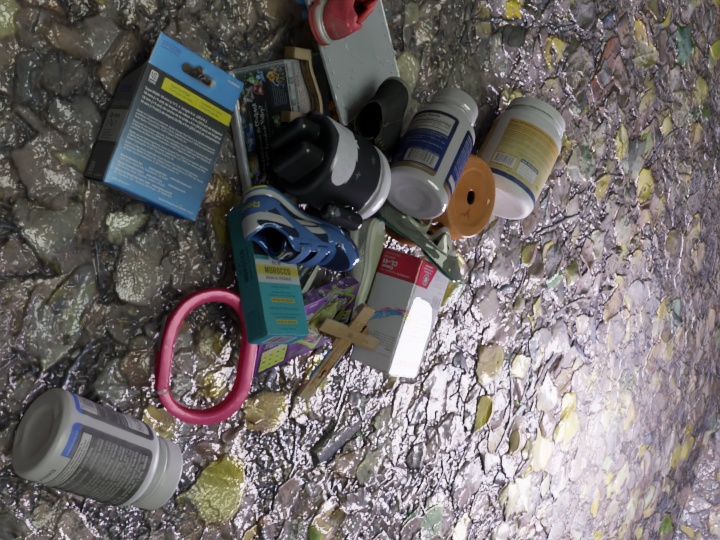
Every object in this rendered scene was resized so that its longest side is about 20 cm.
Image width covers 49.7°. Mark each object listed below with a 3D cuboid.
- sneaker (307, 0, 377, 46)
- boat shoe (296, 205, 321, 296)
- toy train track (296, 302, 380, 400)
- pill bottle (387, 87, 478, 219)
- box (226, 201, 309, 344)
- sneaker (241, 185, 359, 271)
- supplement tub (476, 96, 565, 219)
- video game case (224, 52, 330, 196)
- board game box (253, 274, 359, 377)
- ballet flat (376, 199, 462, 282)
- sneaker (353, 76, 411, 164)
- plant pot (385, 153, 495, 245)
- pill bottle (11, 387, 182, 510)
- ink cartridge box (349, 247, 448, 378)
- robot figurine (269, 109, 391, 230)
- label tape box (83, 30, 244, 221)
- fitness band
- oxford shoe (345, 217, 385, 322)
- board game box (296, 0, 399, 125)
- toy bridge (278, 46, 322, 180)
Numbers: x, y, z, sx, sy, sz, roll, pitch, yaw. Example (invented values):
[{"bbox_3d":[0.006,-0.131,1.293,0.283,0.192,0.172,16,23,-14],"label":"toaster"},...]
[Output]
[{"bbox_3d":[-0.001,-0.404,1.129,0.074,0.086,0.202,53,49,-45],"label":"sneaker"},{"bbox_3d":[-0.086,-0.050,1.216,0.067,0.071,0.203,35,77,-46],"label":"boat shoe"},{"bbox_3d":[-0.045,0.130,1.282,0.114,0.033,0.201,24,111,-33],"label":"toy train track"},{"bbox_3d":[0.118,-0.192,1.243,0.111,0.110,0.202,50,54,-38],"label":"pill bottle"},{"bbox_3d":[-0.135,0.004,1.131,0.081,0.049,0.204,5,66,-46],"label":"box"},{"bbox_3d":[-0.089,-0.039,1.110,0.198,0.074,0.083,28,45,-26],"label":"sneaker"},{"bbox_3d":[0.302,-0.218,1.503,0.144,0.143,0.202,41,71,-41],"label":"supplement tub"},{"bbox_3d":[-0.116,-0.216,1.184,0.180,0.023,0.204,-24,116,-39],"label":"video game case"},{"bbox_3d":[-0.092,0.087,1.237,0.198,0.032,0.121,-22,146,-40],"label":"board game box"},{"bbox_3d":[0.113,-0.060,1.294,0.199,0.068,0.064,40,110,-15],"label":"ballet flat"},{"bbox_3d":[0.018,-0.200,1.239,0.106,0.074,0.203,-47,154,-49],"label":"sneaker"},{"bbox_3d":[0.146,-0.136,1.374,0.198,0.139,0.204,-12,107,-43],"label":"plant pot"},{"bbox_3d":[-0.336,0.240,1.011,0.199,0.113,0.115,38,74,-42],"label":"pill bottle"},{"bbox_3d":[0.072,0.076,1.359,0.147,0.085,0.203,22,88,-63],"label":"ink cartridge box"},{"bbox_3d":[-0.043,-0.147,1.131,0.199,0.124,0.153,21,88,-48],"label":"robot figurine"},{"bbox_3d":[-0.255,-0.186,1.025,0.143,0.063,0.203,25,82,-44],"label":"label tape box"},{"bbox_3d":[-0.220,0.124,1.119,0.141,0.037,0.204,7,98,-25],"label":"fitness band"},{"bbox_3d":[0.000,0.000,1.327,0.075,0.057,0.203,-44,145,-58],"label":"oxford shoe"},{"bbox_3d":[-0.014,-0.358,1.214,0.200,0.025,0.203,-48,130,-45],"label":"board game box"},{"bbox_3d":[-0.088,-0.229,1.172,0.067,0.027,0.204,-5,103,-45],"label":"toy bridge"}]
